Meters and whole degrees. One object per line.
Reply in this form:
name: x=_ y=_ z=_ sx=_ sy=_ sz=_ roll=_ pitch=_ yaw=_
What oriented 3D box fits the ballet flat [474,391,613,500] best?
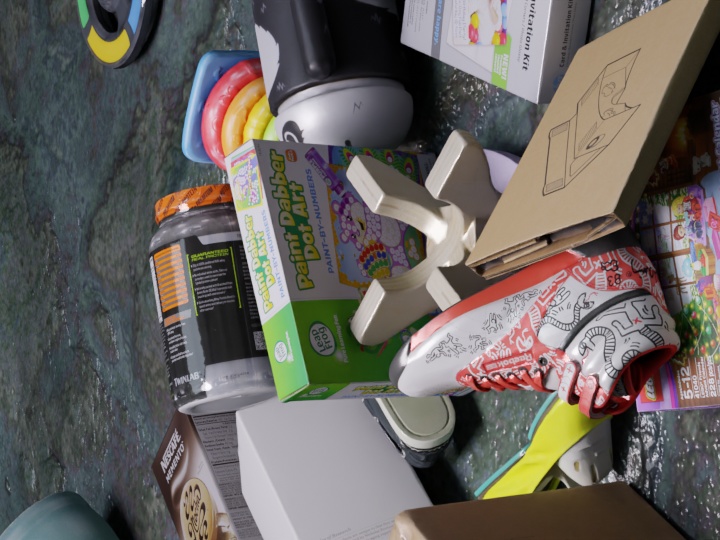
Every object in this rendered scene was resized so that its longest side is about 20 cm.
ballet flat: x=0.149 y=0.138 z=1.415 sx=0.067 sy=0.067 sz=0.201 roll=49 pitch=141 yaw=16

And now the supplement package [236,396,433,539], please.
supplement package: x=-0.014 y=0.206 z=1.610 sx=0.122 sy=0.119 sz=0.201 roll=90 pitch=157 yaw=-49

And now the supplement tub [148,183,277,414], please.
supplement tub: x=-0.133 y=0.027 z=1.821 sx=0.122 sy=0.121 sz=0.202 roll=-27 pitch=69 yaw=58

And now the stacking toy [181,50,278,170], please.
stacking toy: x=-0.058 y=-0.117 z=1.718 sx=0.199 sy=0.115 sz=0.111 roll=29 pitch=114 yaw=40

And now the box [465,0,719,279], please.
box: x=0.159 y=-0.093 z=1.275 sx=0.163 sy=0.021 sz=0.201 roll=-24 pitch=33 yaw=58

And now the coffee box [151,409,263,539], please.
coffee box: x=-0.125 y=0.234 z=1.873 sx=0.201 sy=0.079 sz=0.114 roll=63 pitch=144 yaw=34

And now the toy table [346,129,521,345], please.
toy table: x=0.078 y=-0.018 z=1.433 sx=0.200 sy=0.116 sz=0.185 roll=41 pitch=118 yaw=46

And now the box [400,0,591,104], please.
box: x=0.104 y=-0.226 z=1.460 sx=0.200 sy=0.041 sz=0.158 roll=33 pitch=122 yaw=53

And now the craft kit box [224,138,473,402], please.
craft kit box: x=0.000 y=0.000 z=1.509 sx=0.048 sy=0.196 sz=0.202 roll=-32 pitch=66 yaw=46

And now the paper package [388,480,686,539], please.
paper package: x=0.138 y=0.240 z=1.294 sx=0.191 sy=0.198 sz=0.104 roll=44 pitch=130 yaw=50

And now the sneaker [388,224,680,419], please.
sneaker: x=0.117 y=0.061 z=1.291 sx=0.200 sy=0.067 sz=0.109 roll=-32 pitch=66 yaw=17

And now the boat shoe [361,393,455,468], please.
boat shoe: x=0.024 y=0.081 z=1.608 sx=0.200 sy=0.074 sz=0.066 roll=57 pitch=160 yaw=35

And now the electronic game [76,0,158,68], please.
electronic game: x=-0.269 y=-0.321 z=2.098 sx=0.199 sy=0.041 sz=0.203 roll=13 pitch=104 yaw=60

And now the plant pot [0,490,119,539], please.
plant pot: x=-0.329 y=0.370 z=2.164 sx=0.134 sy=0.200 sz=0.202 roll=32 pitch=125 yaw=22

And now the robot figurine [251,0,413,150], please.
robot figurine: x=-0.026 y=-0.182 z=1.605 sx=0.124 sy=0.149 sz=0.202 roll=-23 pitch=72 yaw=45

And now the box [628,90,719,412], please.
box: x=0.226 y=-0.010 z=1.272 sx=0.136 sy=0.039 sz=0.202 roll=-14 pitch=82 yaw=60
